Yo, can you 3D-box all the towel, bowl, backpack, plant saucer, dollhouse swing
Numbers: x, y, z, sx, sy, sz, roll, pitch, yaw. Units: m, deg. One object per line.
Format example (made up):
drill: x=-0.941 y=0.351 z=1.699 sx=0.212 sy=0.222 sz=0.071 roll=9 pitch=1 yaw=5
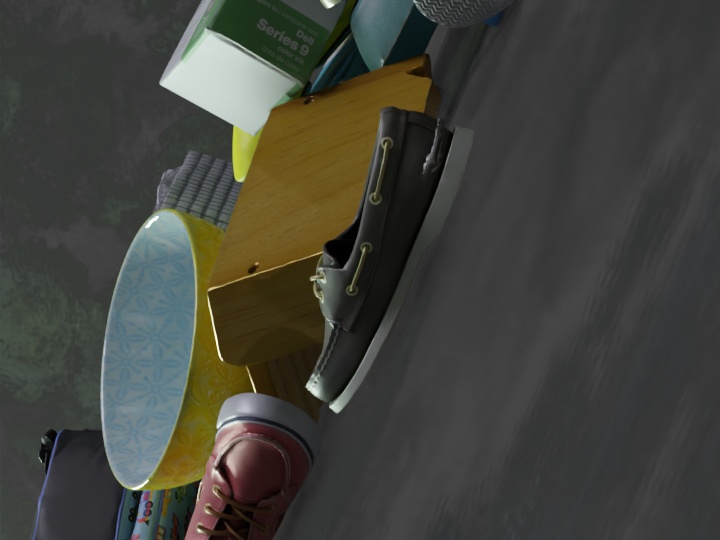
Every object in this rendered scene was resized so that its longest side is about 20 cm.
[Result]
towel: x=-0.097 y=-0.024 z=2.050 sx=0.200 sy=0.164 sz=0.086 roll=-86 pitch=12 yaw=-74
bowl: x=-0.105 y=0.062 z=1.759 sx=0.200 sy=0.107 sz=0.202 roll=-171 pitch=90 yaw=-67
backpack: x=-0.185 y=0.245 z=2.005 sx=0.200 sy=0.134 sz=0.183 roll=64 pitch=-153 yaw=-46
plant saucer: x=0.037 y=-0.233 z=1.709 sx=0.200 sy=0.036 sz=0.201 roll=-156 pitch=90 yaw=-86
dollhouse swing: x=0.000 y=0.000 z=1.661 sx=0.181 sy=0.176 sz=0.201 roll=-17 pitch=32 yaw=25

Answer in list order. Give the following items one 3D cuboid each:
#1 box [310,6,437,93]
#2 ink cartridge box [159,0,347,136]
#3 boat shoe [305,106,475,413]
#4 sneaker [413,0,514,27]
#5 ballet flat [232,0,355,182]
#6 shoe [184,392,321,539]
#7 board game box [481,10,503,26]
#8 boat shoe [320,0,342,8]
box: x=0.017 y=-0.177 z=1.905 sx=0.082 sy=0.049 sz=0.201 roll=-40 pitch=18 yaw=46
ink cartridge box: x=-0.051 y=-0.215 z=1.766 sx=0.201 sy=0.087 sz=0.145 roll=-66 pitch=11 yaw=-19
boat shoe: x=0.005 y=-0.007 z=1.477 sx=0.072 sy=0.060 sz=0.203 roll=-78 pitch=11 yaw=-63
sneaker: x=0.095 y=-0.247 z=1.499 sx=0.114 sy=0.075 sz=0.201 roll=-66 pitch=2 yaw=-53
ballet flat: x=-0.057 y=-0.161 z=1.859 sx=0.201 sy=0.067 sz=0.067 roll=-57 pitch=17 yaw=-16
shoe: x=-0.077 y=0.159 z=1.640 sx=0.200 sy=0.071 sz=0.091 roll=110 pitch=178 yaw=-63
board game box: x=0.097 y=-0.255 z=1.649 sx=0.200 sy=0.040 sz=0.154 roll=-88 pitch=20 yaw=-75
boat shoe: x=0.012 y=-0.240 z=1.540 sx=0.075 sy=0.069 sz=0.200 roll=-30 pitch=14 yaw=36
